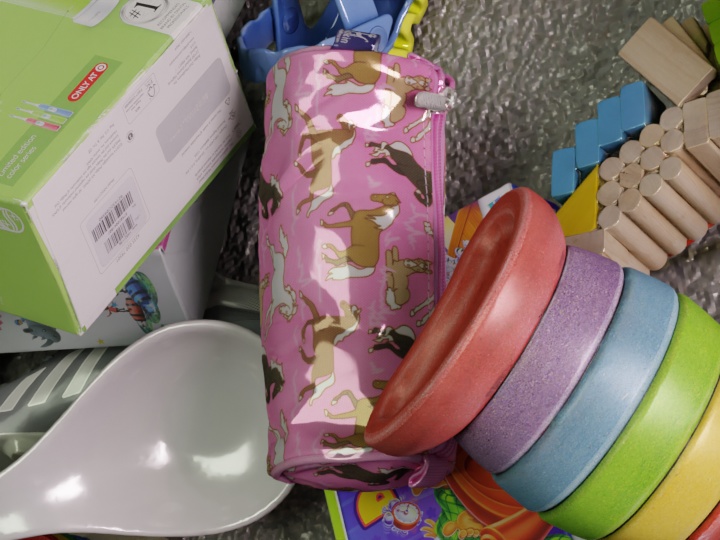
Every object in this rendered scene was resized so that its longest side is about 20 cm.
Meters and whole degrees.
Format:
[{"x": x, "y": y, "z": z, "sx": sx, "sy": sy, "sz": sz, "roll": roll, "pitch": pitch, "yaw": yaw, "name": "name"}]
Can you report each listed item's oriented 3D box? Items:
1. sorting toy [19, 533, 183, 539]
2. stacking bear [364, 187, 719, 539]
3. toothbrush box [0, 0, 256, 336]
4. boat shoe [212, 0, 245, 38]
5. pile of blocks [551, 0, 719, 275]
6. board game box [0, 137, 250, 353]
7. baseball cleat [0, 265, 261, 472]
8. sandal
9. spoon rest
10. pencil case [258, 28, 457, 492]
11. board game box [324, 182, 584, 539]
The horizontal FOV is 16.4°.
[{"x": -0.118, "y": 0.230, "z": 1.180, "sx": 0.198, "sy": 0.069, "sz": 0.201, "roll": 27, "pitch": 93, "yaw": 37, "name": "sorting toy"}, {"x": 0.120, "y": 0.068, "z": 1.000, "sx": 0.199, "sy": 0.114, "sz": 0.122, "roll": 32, "pitch": 81, "yaw": -7, "name": "stacking bear"}, {"x": -0.174, "y": -0.069, "z": 1.153, "sx": 0.199, "sy": 0.086, "sz": 0.146, "roll": 16, "pitch": 52, "yaw": 31, "name": "toothbrush box"}, {"x": -0.075, "y": -0.188, "z": 1.249, "sx": 0.201, "sy": 0.070, "sz": 0.071, "roll": -60, "pitch": 22, "yaw": 11, "name": "boat shoe"}, {"x": 0.143, "y": -0.055, "z": 1.082, "sx": 0.200, "sy": 0.062, "sz": 0.082, "roll": -45, "pitch": 49, "yaw": 7, "name": "pile of blocks"}, {"x": -0.166, "y": -0.033, "z": 1.223, "sx": 0.199, "sy": 0.064, "sz": 0.148, "roll": -5, "pitch": 45, "yaw": 18, "name": "board game box"}, {"x": -0.127, "y": 0.051, "z": 1.232, "sx": 0.199, "sy": 0.070, "sz": 0.107, "roll": -12, "pitch": 59, "yaw": 13, "name": "baseball cleat"}, {"x": -0.005, "y": -0.149, "z": 1.193, "sx": 0.079, "sy": 0.087, "sz": 0.201, "roll": 6, "pitch": 79, "yaw": 38, "name": "sandal"}, {"x": -0.118, "y": 0.090, "z": 1.155, "sx": 0.199, "sy": 0.061, "sz": 0.100, "roll": -21, "pitch": 97, "yaw": 14, "name": "spoon rest"}, {"x": 0.000, "y": 0.000, "z": 1.096, "sx": 0.086, "sy": 0.082, "sz": 0.201, "roll": 150, "pitch": 123, "yaw": -61, "name": "pencil case"}, {"x": 0.049, "y": 0.081, "z": 1.117, "sx": 0.134, "sy": 0.045, "sz": 0.201, "roll": -28, "pitch": 63, "yaw": 27, "name": "board game box"}]
